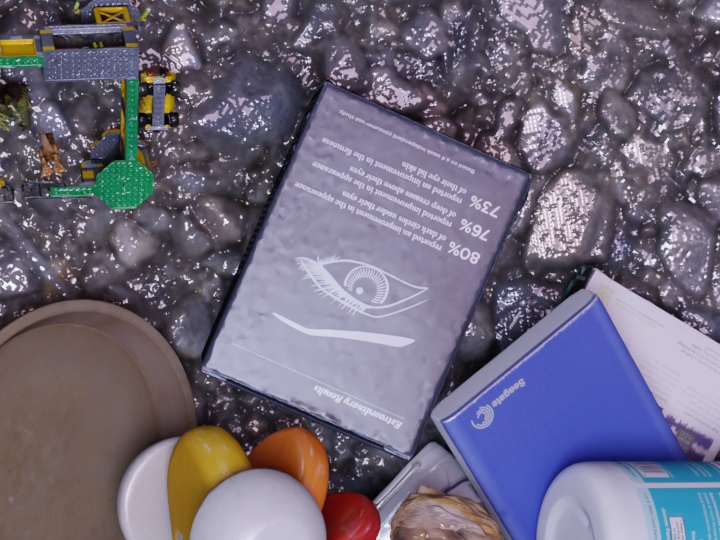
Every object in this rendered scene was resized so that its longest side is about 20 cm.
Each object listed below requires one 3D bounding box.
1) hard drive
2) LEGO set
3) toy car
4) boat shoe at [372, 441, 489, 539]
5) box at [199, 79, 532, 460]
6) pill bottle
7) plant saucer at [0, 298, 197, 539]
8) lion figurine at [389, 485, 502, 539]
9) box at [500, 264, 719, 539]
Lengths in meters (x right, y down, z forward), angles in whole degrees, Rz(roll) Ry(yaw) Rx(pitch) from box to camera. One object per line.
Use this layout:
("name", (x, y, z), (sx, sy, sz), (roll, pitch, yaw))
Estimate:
("hard drive", (0.144, 0.130, 1.386), (0.132, 0.025, 0.200), (-38, 116, -14))
("LEGO set", (-0.217, -0.118, 1.331), (0.199, 0.116, 0.154), (-9, 125, -8))
("toy car", (-0.057, 0.192, 1.305), (0.150, 0.175, 0.201), (-4, 99, -28))
("boat shoe", (-0.002, 0.196, 1.407), (0.200, 0.074, 0.065), (-42, 66, 3))
("box", (0.000, 0.000, 1.360), (0.148, 0.104, 0.200), (25, 89, -5))
("pill bottle", (0.220, 0.176, 1.350), (0.199, 0.111, 0.111), (2, 94, -22))
("plant saucer", (-0.188, 0.116, 1.334), (0.200, 0.029, 0.201), (-9, 103, -42))
("lion figurine", (0.051, 0.239, 1.278), (0.122, 0.072, 0.200), (21, 81, -7))
("box", (0.164, 0.117, 1.449), (0.144, 0.036, 0.200), (31, 86, -13))
